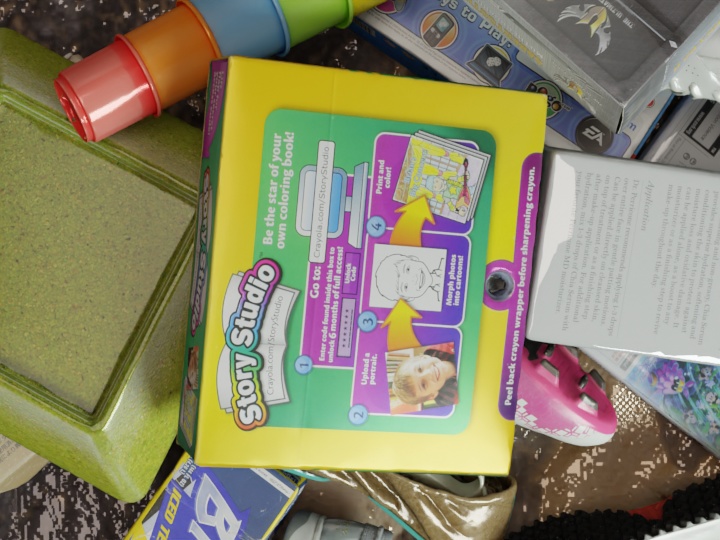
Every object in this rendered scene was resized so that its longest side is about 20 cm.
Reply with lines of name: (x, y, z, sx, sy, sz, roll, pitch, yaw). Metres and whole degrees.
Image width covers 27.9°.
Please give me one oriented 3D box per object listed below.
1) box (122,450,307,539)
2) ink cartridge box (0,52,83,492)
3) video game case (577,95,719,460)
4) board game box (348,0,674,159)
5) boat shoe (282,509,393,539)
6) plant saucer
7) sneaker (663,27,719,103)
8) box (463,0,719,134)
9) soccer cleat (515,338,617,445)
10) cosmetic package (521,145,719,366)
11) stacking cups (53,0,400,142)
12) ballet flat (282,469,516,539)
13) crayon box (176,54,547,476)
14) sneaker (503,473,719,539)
box: (-0.114, 0.185, 0.839, 0.070, 0.064, 0.201, 35, 90, 4)
ink cartridge box: (-0.184, 0.004, 0.844, 0.199, 0.075, 0.165, -39, 85, 1)
video game case: (0.228, -0.002, 0.846, 0.181, 0.024, 0.201, 37, 89, -3)
board game box: (0.116, -0.181, 0.849, 0.199, 0.056, 0.197, 35, 89, 3)
boat shoe: (-0.026, 0.244, 0.830, 0.064, 0.074, 0.205, 8, 81, 7)
plant saucer: (-0.164, -0.006, 0.783, 0.198, 0.048, 0.202, 27, 88, 3)
sneaker: (0.168, -0.122, 0.787, 0.200, 0.078, 0.100, 44, 97, 12)
box: (0.111, -0.195, 0.735, 0.200, 0.048, 0.159, 42, 86, 11)
soccer cleat: (0.054, 0.051, 0.845, 0.199, 0.070, 0.087, 36, 111, 1)
cosmetic package: (0.186, -0.005, 0.789, 0.197, 0.071, 0.103, 8, 97, -5)
stacking cups: (-0.070, -0.133, 0.772, 0.198, 0.060, 0.061, -28, 87, -15)
ballet flat: (0.005, 0.095, 0.820, 0.198, 0.068, 0.073, 31, 112, -7)
crayon box: (0.000, 0.000, 0.750, 0.170, 0.058, 0.203, 5, 94, -16)
sneaker: (0.166, 0.182, 0.825, 0.197, 0.070, 0.095, -17, 100, 7)
